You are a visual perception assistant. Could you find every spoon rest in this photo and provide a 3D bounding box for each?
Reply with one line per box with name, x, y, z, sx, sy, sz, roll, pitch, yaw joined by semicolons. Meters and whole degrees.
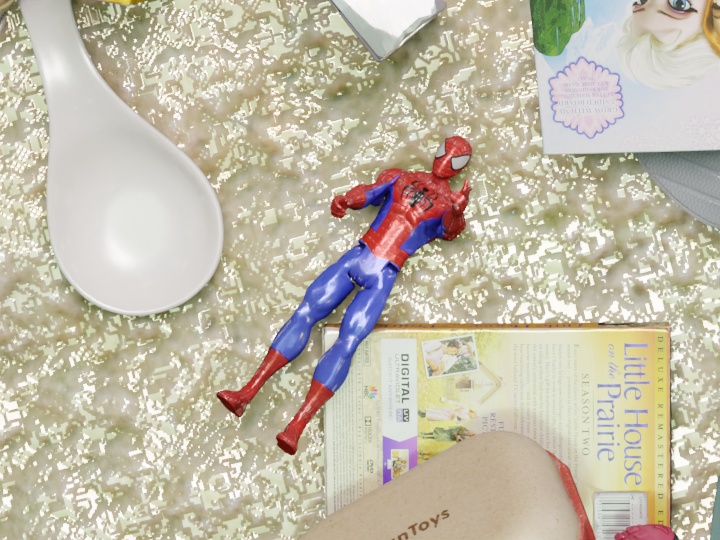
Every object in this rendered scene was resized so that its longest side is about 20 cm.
spoon rest;-0.145;-0.070;1.621;0.099;0.061;0.201;-21;94;6

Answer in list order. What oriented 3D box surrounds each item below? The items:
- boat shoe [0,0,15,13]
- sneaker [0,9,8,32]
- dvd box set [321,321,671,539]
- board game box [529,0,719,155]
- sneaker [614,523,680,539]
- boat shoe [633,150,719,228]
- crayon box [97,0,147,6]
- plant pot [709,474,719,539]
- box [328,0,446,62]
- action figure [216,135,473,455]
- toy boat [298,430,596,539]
boat shoe;-0.199;-0.241;1.575;0.071;0.064;0.201;7;84;-20
sneaker;-0.244;-0.126;1.617;0.087;0.075;0.201;8;98;-2
dvd box set;0.078;0.102;1.641;0.199;0.029;0.147;-1;97;5
board game box;0.187;-0.163;1.525;0.199;0.041;0.201;-1;107;19
sneaker;0.179;0.228;1.622;0.074;0.081;0.201;-15;118;-8
boat shoe;0.239;-0.045;1.595;0.199;0.062;0.072;31;106;18
crayon box;-0.121;-0.232;1.528;0.058;0.200;0.174;11;97;3
plant pot;0.295;0.163;1.572;0.199;0.141;0.142;-5;112;13
box;-0.021;-0.186;1.528;0.048;0.200;0.159;-38;94;4
action figure;0.000;0.000;1.586;0.065;0.099;0.200;34;79;10
toy boat;0.048;0.190;1.594;0.199;0.131;0.131;-29;124;8
